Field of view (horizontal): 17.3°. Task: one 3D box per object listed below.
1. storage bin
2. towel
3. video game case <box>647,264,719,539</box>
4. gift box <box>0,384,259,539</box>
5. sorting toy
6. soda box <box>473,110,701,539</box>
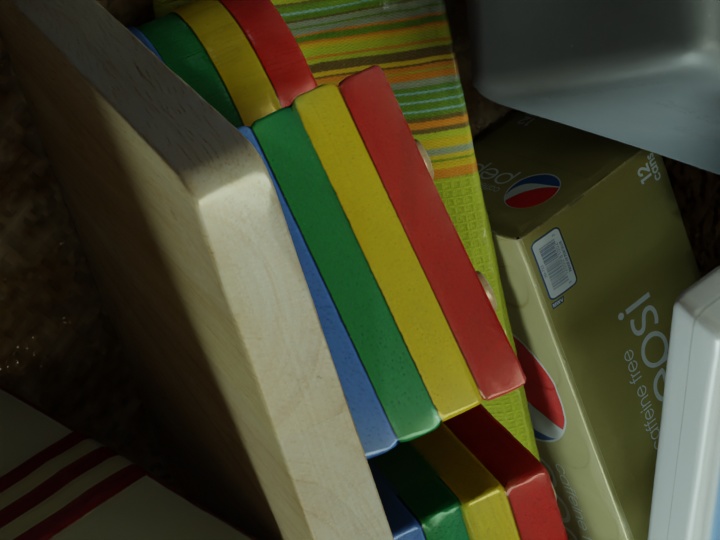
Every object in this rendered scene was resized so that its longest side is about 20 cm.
[{"bbox_3d":[0.101,-0.105,0.709,0.200,0.146,0.134,13,76,-50],"label":"storage bin"},{"bbox_3d":[0.000,0.000,0.734,0.086,0.018,0.200,-9,115,9],"label":"towel"},{"bbox_3d":[0.162,0.031,0.750,0.182,0.022,0.200,-34,147,-24],"label":"video game case"},{"bbox_3d":[-0.107,0.156,0.623,0.187,0.200,0.185,-33,115,-23],"label":"gift box"},{"bbox_3d":[-0.015,0.018,0.635,0.070,0.200,0.199,-24,118,-12],"label":"sorting toy"},{"bbox_3d":[0.085,0.048,0.808,0.064,0.068,0.200,-35,121,-24],"label":"soda box"}]
